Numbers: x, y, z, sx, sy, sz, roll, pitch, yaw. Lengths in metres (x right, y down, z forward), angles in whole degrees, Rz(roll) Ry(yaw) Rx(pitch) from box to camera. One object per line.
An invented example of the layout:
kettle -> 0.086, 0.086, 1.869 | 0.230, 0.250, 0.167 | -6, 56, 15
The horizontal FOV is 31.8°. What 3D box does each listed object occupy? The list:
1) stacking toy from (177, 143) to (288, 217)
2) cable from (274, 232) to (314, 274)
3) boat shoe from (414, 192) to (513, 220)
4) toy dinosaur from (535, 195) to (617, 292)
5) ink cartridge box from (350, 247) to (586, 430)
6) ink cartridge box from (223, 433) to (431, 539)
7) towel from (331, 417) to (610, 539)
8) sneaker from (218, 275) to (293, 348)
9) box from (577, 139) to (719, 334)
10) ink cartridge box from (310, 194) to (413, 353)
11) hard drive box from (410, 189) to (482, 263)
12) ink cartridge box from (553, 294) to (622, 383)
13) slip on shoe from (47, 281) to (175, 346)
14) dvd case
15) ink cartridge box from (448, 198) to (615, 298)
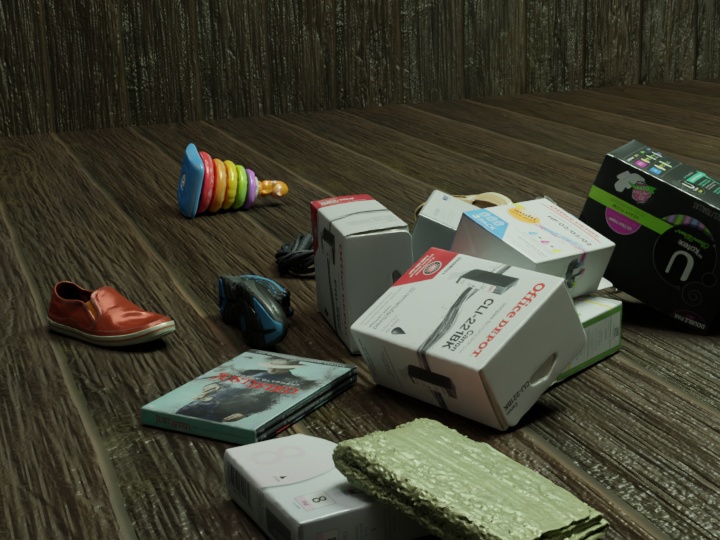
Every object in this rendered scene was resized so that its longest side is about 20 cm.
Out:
stacking toy -> -0.224, -0.151, 2.268 | 0.197, 0.111, 0.116 | 4, 27, -23
cable -> -0.046, -0.036, 1.871 | 0.198, 0.052, 0.162 | -14, 19, -35
boat shoe -> 0.161, -0.082, 1.990 | 0.068, 0.075, 0.199 | -14, 10, -35
toy dinosaur -> 0.302, -0.014, 1.751 | 0.199, 0.106, 0.180 | 29, -12, -34
ink cartridge box -> 0.110, 0.065, 1.302 | 0.144, 0.084, 0.199 | -43, 35, -25
ink cartridge box -> 0.004, 0.178, 1.065 | 0.197, 0.058, 0.162 | -14, 19, -24
towel -> 0.085, 0.177, 0.995 | 0.198, 0.037, 0.147 | 26, 17, 32
sneaker -> -0.116, 0.040, 1.551 | 0.081, 0.075, 0.200 | -5, 16, -19
box -> 0.375, -0.046, 1.541 | 0.198, 0.150, 0.124 | 29, 25, 20
ink cartridge box -> 0.000, 0.000, 1.537 | 0.081, 0.149, 0.200 | -7, 15, -12
hard drive box -> 0.159, -0.016, 1.579 | 0.197, 0.078, 0.156 | 24, 18, 5
ink cartridge box -> 0.198, 0.076, 1.396 | 0.103, 0.060, 0.199 | 10, 19, 38
slip on shoe -> -0.311, 0.053, 1.553 | 0.198, 0.062, 0.074 | 10, 17, 34
dvd case -> -0.112, 0.129, 1.316 | 0.144, 0.022, 0.199 | 7, 16, 30
ink cartridge box -> 0.206, -0.023, 1.441 | 0.198, 0.069, 0.115 | -11, 39, -46
